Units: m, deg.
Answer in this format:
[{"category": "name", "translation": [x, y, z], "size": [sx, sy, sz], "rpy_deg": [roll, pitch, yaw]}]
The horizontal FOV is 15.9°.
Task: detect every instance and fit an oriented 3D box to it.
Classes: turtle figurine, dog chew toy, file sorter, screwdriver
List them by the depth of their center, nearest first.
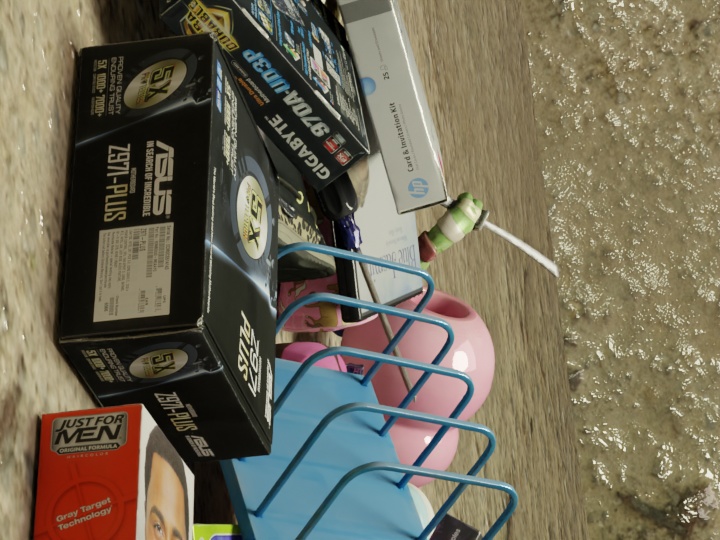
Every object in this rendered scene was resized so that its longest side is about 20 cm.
[{"category": "file sorter", "translation": [-0.002, 0.097, 1.622], "size": [0.123, 0.138, 0.201], "rpy_deg": [-54, -141, 32]}, {"category": "screwdriver", "translation": [0.000, 0.000, 1.824], "size": [0.028, 0.029, 0.201], "rpy_deg": [-22, 96, -45]}, {"category": "dog chew toy", "translation": [0.028, 0.115, 2.028], "size": [0.125, 0.124, 0.201], "rpy_deg": [-58, 168, -72]}, {"category": "turtle figurine", "translation": [0.028, -0.057, 2.110], "size": [0.144, 0.199, 0.195], "rpy_deg": [29, -42, 61]}]

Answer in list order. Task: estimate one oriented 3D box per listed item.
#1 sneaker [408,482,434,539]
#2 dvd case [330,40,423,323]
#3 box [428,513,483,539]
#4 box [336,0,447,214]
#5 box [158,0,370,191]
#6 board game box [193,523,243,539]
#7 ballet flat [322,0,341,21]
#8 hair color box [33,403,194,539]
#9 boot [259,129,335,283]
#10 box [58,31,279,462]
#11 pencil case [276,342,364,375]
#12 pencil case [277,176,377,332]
[{"category": "sneaker", "translation": [-0.009, 0.225, 1.814], "size": [0.131, 0.079, 0.201], "rpy_deg": [59, 47, -59]}, {"category": "dvd case", "translation": [0.007, -0.071, 1.900], "size": [0.143, 0.017, 0.202], "rpy_deg": [-23, 108, -68]}, {"category": "box", "translation": [0.051, 0.267, 1.776], "size": [0.143, 0.036, 0.200], "rpy_deg": [-58, 156, -17]}, {"category": "box", "translation": [0.015, -0.158, 1.798], "size": [0.156, 0.041, 0.201], "rpy_deg": [-93, 166, -71]}, {"category": "box", "translation": [-0.065, -0.160, 1.656], "size": [0.159, 0.046, 0.200], "rpy_deg": [48, 15, -26]}, {"category": "board game box", "translation": [-0.093, 0.225, 1.580], "size": [0.200, 0.044, 0.136], "rpy_deg": [25, 59, -77]}, {"category": "ballet flat", "translation": [-0.041, -0.218, 2.031], "size": [0.200, 0.067, 0.063], "rpy_deg": [-1, 95, -79]}, {"category": "hair color box", "translation": [-0.132, 0.183, 1.362], "size": [0.102, 0.061, 0.201], "rpy_deg": [63, 23, -60]}, {"category": "boot", "translation": [-0.068, -0.073, 1.798], "size": [0.204, 0.073, 0.155], "rpy_deg": [39, 44, -77]}, {"category": "box", "translation": [-0.108, -0.011, 1.518], "size": [0.164, 0.085, 0.201], "rpy_deg": [67, 20, -58]}, {"category": "pencil case", "translation": [-0.026, 0.142, 1.739], "size": [0.094, 0.090, 0.201], "rpy_deg": [77, 0, -46]}, {"category": "pencil case", "translation": [-0.036, -0.051, 1.924], "size": [0.086, 0.082, 0.202], "rpy_deg": [-19, 104, -58]}]
